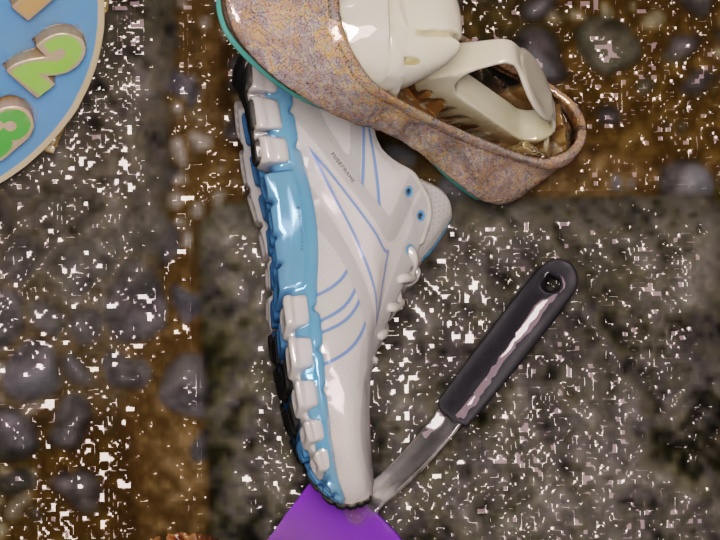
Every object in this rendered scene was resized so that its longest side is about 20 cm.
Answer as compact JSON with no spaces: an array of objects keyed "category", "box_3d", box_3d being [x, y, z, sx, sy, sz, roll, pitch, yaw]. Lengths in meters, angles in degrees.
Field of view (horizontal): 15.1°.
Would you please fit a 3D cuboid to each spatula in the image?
[{"category":"spatula","box_3d":[0.028,0.074,1.175,0.056,0.021,0.200,37,83,18]}]

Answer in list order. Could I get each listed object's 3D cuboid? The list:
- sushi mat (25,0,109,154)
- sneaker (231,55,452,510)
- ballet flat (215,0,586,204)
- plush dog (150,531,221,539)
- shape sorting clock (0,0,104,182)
[{"category":"sushi mat","box_3d":[-0.211,-0.124,1.186,0.199,0.012,0.096,17,85,-1]},{"category":"sneaker","box_3d":[0.000,0.000,1.155,0.086,0.075,0.201,-6,83,-10]},{"category":"ballet flat","box_3d":[0.026,-0.088,1.111,0.067,0.200,0.068,-18,62,34]},{"category":"plush dog","box_3d":[-0.059,0.197,1.108,0.160,0.200,0.173,14,96,-34]},{"category":"shape sorting clock","box_3d":[-0.205,-0.103,1.120,0.199,0.039,0.201,-8,125,-11]}]
